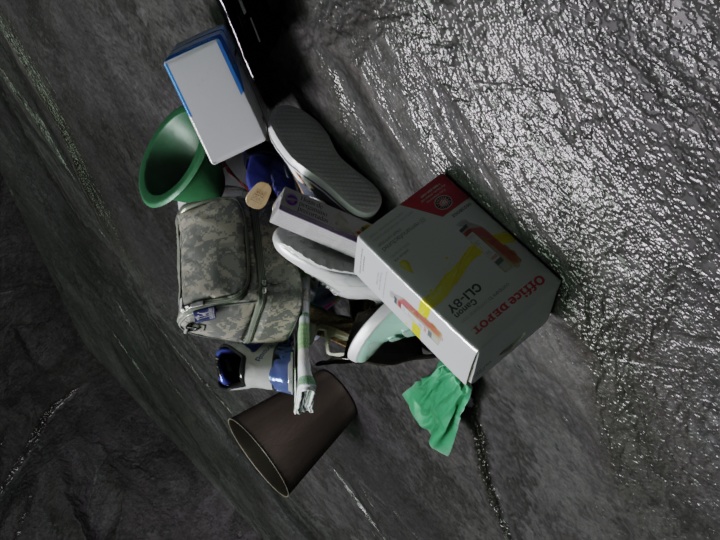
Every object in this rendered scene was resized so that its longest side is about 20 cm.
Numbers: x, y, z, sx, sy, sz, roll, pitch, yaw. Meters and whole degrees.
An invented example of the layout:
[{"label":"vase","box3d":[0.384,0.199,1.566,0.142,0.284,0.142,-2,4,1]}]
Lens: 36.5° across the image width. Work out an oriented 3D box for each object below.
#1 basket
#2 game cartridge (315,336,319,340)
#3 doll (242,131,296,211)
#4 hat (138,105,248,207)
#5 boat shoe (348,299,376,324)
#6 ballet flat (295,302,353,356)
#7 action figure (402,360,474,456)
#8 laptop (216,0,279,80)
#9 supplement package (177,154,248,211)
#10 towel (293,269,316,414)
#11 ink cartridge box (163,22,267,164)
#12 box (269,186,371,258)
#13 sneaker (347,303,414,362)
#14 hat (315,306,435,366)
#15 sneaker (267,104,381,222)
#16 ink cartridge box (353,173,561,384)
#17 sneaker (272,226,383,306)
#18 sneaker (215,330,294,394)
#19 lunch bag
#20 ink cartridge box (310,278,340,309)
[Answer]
[{"label":"basket","box3d":[-0.117,0.289,2.049,0.181,0.199,0.136,49,157,9]},{"label":"game cartridge","box3d":[-0.150,0.027,1.849,0.133,0.040,0.200,32,-165,-53]},{"label":"doll","box3d":[-0.137,-0.151,1.562,0.049,0.135,0.201,-62,21,26]},{"label":"hat","box3d":[-0.220,-0.132,1.669,0.175,0.165,0.201,29,-149,-38]},{"label":"boat shoe","box3d":[-0.001,-0.001,1.582,0.073,0.063,0.202,36,152,37]},{"label":"ballet flat","box3d":[-0.056,0.093,1.693,0.198,0.066,0.071,17,158,-9]},{"label":"action figure","box3d":[0.127,0.180,1.599,0.118,0.054,0.201,48,150,17]},{"label":"laptop","box3d":[-0.181,-0.353,1.377,0.102,0.201,0.178,-10,124,19]},{"label":"supplement package","box3d":[-0.224,-0.081,1.735,0.117,0.115,0.202,117,144,-66]},{"label":"towel","box3d":[-0.077,0.093,1.567,0.149,0.030,0.202,107,163,-68]},{"label":"ink cartridge box","box3d":[-0.190,-0.244,1.476,0.200,0.084,0.147,-102,-13,-70]},{"label":"box","box3d":[-0.021,-0.049,1.443,0.198,0.039,0.041,22,148,-13]},{"label":"sneaker","box3d":[0.077,0.080,1.413,0.118,0.074,0.200,47,112,3]},{"label":"hat","box3d":[0.032,0.092,1.557,0.200,0.198,0.082,173,96,-65]},{"label":"sneaker","box3d":[-0.060,-0.131,1.487,0.200,0.078,0.080,49,147,10]},{"label":"ink cartridge box","box3d":[0.110,0.007,1.265,0.200,0.145,0.084,44,155,21]},{"label":"sneaker","box3d":[-0.035,-0.003,1.498,0.198,0.077,0.081,22,138,-18]},{"label":"sneaker","box3d":[-0.153,0.128,1.597,0.199,0.114,0.082,-123,36,-83]},{"label":"lunch bag","box3d":[-0.177,-0.001,1.536,0.140,0.166,0.202,115,152,-55]},{"label":"ink cartridge box","box3d":[-0.087,-0.023,1.704,0.137,0.076,0.200,48,159,13]}]
